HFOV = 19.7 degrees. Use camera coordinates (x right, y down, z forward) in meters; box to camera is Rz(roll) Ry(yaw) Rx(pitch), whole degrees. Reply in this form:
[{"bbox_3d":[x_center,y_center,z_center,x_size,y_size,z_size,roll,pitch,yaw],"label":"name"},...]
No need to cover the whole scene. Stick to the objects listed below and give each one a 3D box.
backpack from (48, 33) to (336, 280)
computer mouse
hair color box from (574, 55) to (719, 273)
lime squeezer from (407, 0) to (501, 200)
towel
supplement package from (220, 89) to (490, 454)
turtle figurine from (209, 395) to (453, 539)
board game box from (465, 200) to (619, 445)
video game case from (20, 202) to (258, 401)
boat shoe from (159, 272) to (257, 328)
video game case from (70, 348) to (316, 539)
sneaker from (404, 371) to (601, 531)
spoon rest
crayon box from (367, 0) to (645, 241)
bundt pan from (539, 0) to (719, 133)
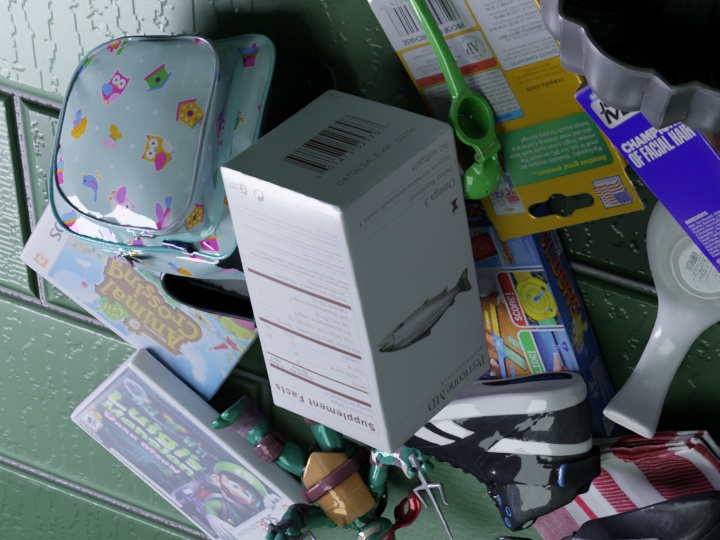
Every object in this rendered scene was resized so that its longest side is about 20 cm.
[{"bbox_3d":[-0.136,-0.085,1.493,0.199,0.178,0.153,3,172,42],"label":"backpack"},{"bbox_3d":[0.210,0.211,1.547,0.198,0.046,0.140,-15,159,22],"label":"computer mouse"},{"bbox_3d":[0.234,-0.076,1.313,0.200,0.109,0.065,48,136,-11],"label":"hair color box"},{"bbox_3d":[0.066,-0.093,1.396,0.071,0.038,0.201,44,149,43],"label":"lime squeezer"},{"bbox_3d":[0.206,0.176,1.579,0.199,0.023,0.144,-11,137,38],"label":"towel"},{"bbox_3d":[0.000,0.000,1.414,0.117,0.117,0.201,19,135,38],"label":"supplement package"},{"bbox_3d":[-0.022,0.172,1.682,0.200,0.149,0.101,51,174,2],"label":"turtle figurine"},{"bbox_3d":[0.104,0.041,1.548,0.134,0.035,0.201,-1,124,34],"label":"board game box"},{"bbox_3d":[-0.164,-0.004,1.661,0.199,0.022,0.182,38,136,-1],"label":"video game case"},{"bbox_3d":[-0.059,0.015,1.556,0.198,0.062,0.075,13,125,12],"label":"boat shoe"},{"bbox_3d":[-0.146,0.162,1.788,0.200,0.023,0.182,41,150,-6],"label":"video game case"},{"bbox_3d":[0.084,0.141,1.544,0.199,0.073,0.113,-6,101,35],"label":"sneaker"},{"bbox_3d":[0.228,0.021,1.447,0.099,0.061,0.201,28,122,9],"label":"spoon rest"},{"bbox_3d":[0.107,-0.125,1.397,0.125,0.052,0.201,-12,117,39],"label":"crayon box"},{"bbox_3d":[0.194,-0.162,1.214,0.201,0.203,0.076,26,150,11],"label":"bundt pan"}]
